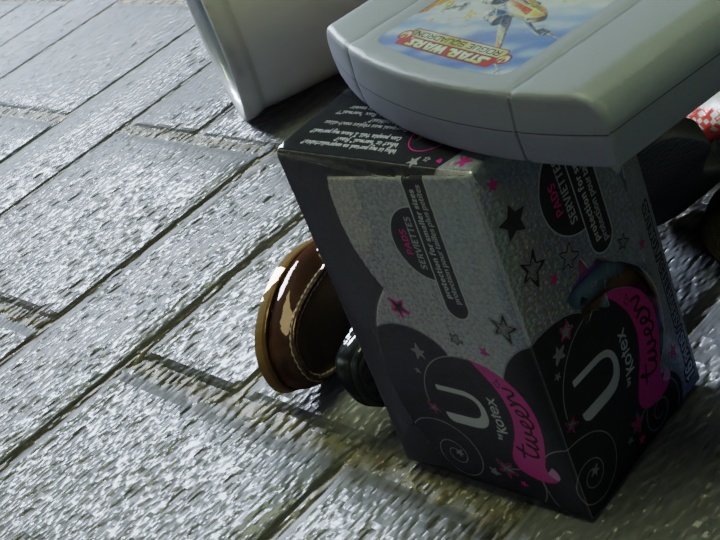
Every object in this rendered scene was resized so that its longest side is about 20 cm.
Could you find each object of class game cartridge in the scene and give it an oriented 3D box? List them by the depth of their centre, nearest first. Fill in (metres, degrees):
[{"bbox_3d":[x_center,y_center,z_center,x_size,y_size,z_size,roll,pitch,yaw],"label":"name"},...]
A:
[{"bbox_3d":[0.074,-0.104,0.597,0.132,0.042,0.199,-32,32,-22],"label":"game cartridge"}]

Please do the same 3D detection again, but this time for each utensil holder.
[{"bbox_3d":[-0.049,-0.252,1.223,0.198,0.172,0.170,-24,28,-7],"label":"utensil holder"}]

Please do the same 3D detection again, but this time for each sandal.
[{"bbox_3d":[0.156,-0.057,0.756,0.076,0.043,0.200,-38,-13,14],"label":"sandal"}]

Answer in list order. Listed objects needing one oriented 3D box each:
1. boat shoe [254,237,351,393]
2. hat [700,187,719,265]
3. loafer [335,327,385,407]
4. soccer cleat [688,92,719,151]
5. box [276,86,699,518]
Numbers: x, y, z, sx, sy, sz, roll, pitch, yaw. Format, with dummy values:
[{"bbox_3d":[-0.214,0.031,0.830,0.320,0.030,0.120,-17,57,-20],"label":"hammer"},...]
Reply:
[{"bbox_3d":[0.000,0.000,0.860,0.069,0.071,0.201,-10,32,32],"label":"boat shoe"},{"bbox_3d":[0.280,-0.069,0.753,0.198,0.082,0.202,-19,30,11],"label":"hat"},{"bbox_3d":[0.050,0.014,0.810,0.070,0.069,0.200,-3,29,47],"label":"loafer"},{"bbox_3d":[0.209,-0.131,0.876,0.068,0.086,0.200,-29,18,-7],"label":"soccer cleat"},{"bbox_3d":[0.068,0.001,0.671,0.131,0.202,0.115,11,45,45],"label":"box"}]
